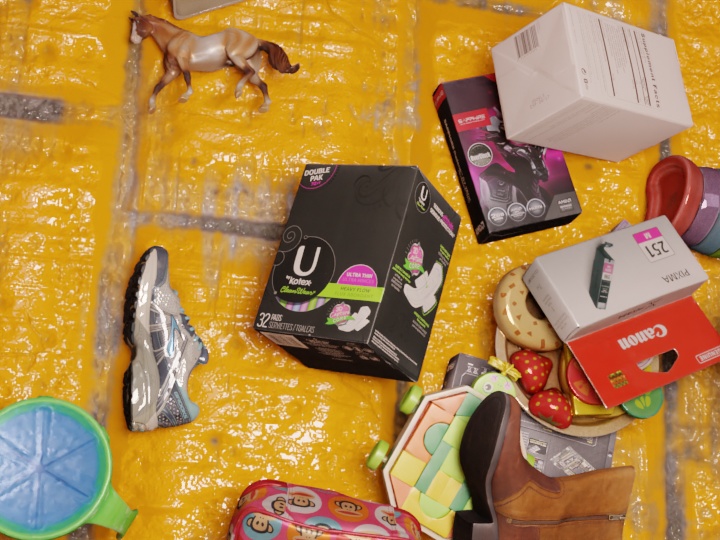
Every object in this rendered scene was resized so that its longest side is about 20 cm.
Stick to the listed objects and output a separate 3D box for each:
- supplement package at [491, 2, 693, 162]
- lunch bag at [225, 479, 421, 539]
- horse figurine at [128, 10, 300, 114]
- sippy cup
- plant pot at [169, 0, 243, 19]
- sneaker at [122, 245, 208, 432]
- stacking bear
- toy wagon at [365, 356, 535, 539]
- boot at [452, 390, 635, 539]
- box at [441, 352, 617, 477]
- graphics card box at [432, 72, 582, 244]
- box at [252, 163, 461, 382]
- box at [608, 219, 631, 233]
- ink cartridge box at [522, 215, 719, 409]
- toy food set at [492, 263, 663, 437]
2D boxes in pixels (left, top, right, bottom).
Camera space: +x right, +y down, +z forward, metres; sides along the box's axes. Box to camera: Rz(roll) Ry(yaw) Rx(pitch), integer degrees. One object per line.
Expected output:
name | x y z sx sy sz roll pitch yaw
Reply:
supplement package | 0.271 -0.214 1.308 0.200 0.121 0.120 6 68 -38
lunch bag | -0.044 0.314 1.132 0.200 0.082 0.176 14 107 -6
horse figurine | -0.171 -0.243 1.304 0.200 0.050 0.133 -2 57 -3
sippy cup | -0.313 0.203 1.110 0.140 0.130 0.178 -22 79 -17
plant pot | -0.159 -0.448 1.307 0.200 0.200 0.177 -20 68 -15
sneaker | -0.210 0.074 1.208 0.086 0.078 0.200 4 80 -22
stacking bear | 0.456 -0.059 1.348 0.200 0.114 0.122 16 72 -10
toy wagon | 0.108 0.182 1.180 0.155 0.040 0.200 31 84 -4
boot | 0.202 0.215 1.145 0.200 0.068 0.189 3 95 -22
box | 0.181 0.196 1.248 0.200 0.048 0.159 16 73 -5
graphics card box | 0.175 -0.141 1.345 0.125 0.051 0.200 -12 77 -14
box | 0.000 0.000 1.202 0.148 0.124 0.200 5 68 31
box | 0.264 0.025 1.318 0.039 0.041 0.200 41 70 2
ink cartridge box | 0.302 0.041 1.226 0.200 0.044 0.174 -17 64 -28
toy food set | 0.246 0.085 1.244 0.198 0.049 0.200 -1 69 -13
